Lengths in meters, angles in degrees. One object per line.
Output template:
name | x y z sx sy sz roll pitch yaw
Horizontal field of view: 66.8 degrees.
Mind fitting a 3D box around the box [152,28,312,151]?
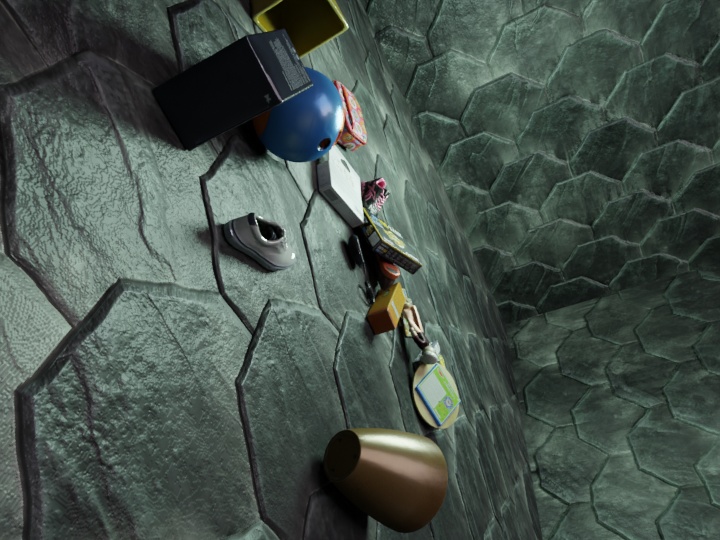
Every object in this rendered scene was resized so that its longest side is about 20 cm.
box | -0.215 -0.322 0.960 0.118 0.196 0.200 62 21 -20

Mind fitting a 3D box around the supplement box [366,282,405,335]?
supplement box | 0.076 0.103 1.536 0.069 0.066 0.200 65 21 -16

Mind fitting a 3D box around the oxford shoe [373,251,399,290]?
oxford shoe | 0.062 -0.013 1.637 0.071 0.073 0.200 21 25 -16

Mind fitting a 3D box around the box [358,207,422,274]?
box | 0.082 -0.086 1.625 0.200 0.049 0.160 29 21 -42

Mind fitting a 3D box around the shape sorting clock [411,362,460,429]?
shape sorting clock | 0.226 0.373 1.641 0.200 0.039 0.200 16 62 -34

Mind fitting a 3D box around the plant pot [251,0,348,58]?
plant pot | -0.178 -0.737 1.481 0.195 0.194 0.200 34 35 -59

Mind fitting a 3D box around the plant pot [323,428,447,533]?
plant pot | 0.032 0.374 1.031 0.200 0.186 0.187 37 36 -36

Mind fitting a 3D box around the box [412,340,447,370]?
box | 0.238 0.334 1.777 0.161 0.049 0.200 68 21 -1

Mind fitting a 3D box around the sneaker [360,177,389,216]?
sneaker | 0.046 -0.225 1.726 0.079 0.095 0.200 54 27 -42

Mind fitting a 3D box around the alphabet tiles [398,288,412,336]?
alphabet tiles | 0.146 0.135 1.783 0.200 0.006 0.167 16 58 -67

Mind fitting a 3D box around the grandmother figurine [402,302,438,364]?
grandmother figurine | 0.178 0.196 1.667 0.121 0.061 0.200 17 42 -56

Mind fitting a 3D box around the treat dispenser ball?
treat dispenser ball | -0.135 -0.337 1.185 0.201 0.201 0.201 53 26 -40

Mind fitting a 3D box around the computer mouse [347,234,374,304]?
computer mouse | 0.000 0.000 1.494 0.059 0.034 0.200 -73 148 -85

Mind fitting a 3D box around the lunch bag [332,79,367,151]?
lunch bag | -0.059 -0.493 1.729 0.176 0.082 0.200 22 50 -60

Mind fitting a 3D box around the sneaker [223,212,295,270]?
sneaker | -0.167 -0.050 1.020 0.200 0.071 0.073 28 46 -63

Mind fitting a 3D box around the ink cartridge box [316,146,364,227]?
ink cartridge box | -0.056 -0.244 1.542 0.200 0.045 0.176 46 32 -51
